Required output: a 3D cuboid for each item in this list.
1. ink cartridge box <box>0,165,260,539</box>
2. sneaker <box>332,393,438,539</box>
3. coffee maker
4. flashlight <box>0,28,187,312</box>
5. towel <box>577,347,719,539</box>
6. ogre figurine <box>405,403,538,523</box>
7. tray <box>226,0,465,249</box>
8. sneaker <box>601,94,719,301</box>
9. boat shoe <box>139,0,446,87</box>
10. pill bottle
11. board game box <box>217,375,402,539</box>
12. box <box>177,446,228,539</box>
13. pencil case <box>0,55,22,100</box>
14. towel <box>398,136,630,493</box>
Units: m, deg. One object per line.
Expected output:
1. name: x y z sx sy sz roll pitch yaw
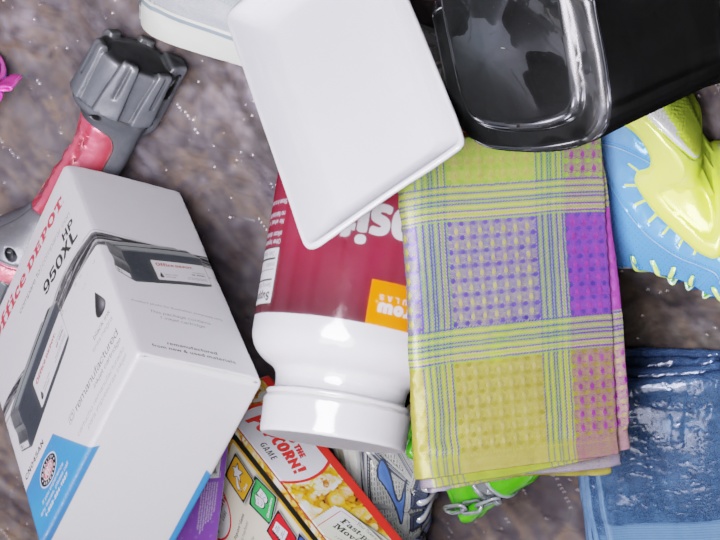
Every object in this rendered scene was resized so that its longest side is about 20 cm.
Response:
1. ink cartridge box: -0.148 0.054 1.489 0.084 0.200 0.145 14 118 -28
2. sneaker: 0.026 0.125 1.566 0.085 0.077 0.201 -10 109 13
3. coffee maker: 0.154 -0.128 1.335 0.135 0.200 0.192 -36 80 51
4. flashlight: -0.186 -0.058 1.559 0.068 0.068 0.200 33 117 5
5. towel: 0.192 0.146 1.539 0.111 0.049 0.201 -2 110 16
6. ogre figurine: 0.080 0.042 1.494 0.120 0.098 0.201 -13 69 41
7. tray: -0.007 -0.104 1.381 0.107 0.200 0.022 -33 137 15
8. sneaker: 0.193 -0.019 1.465 0.105 0.076 0.200 -37 85 35
9. boat shoe: -0.036 -0.155 1.474 0.200 0.070 0.072 15 118 13
10. pill bottle: 0.000 0.000 1.434 0.113 0.113 0.201 7 82 14
11. board game box: -0.036 0.188 1.549 0.200 0.046 0.152 49 140 29
12. box: -0.133 0.162 1.595 0.039 0.137 0.201 -2 115 -22
13. pencil case: -0.300 -0.074 1.578 0.088 0.088 0.200 40 118 -2
14. towel: 0.084 0.023 1.406 0.023 0.143 0.201 -1 94 61
